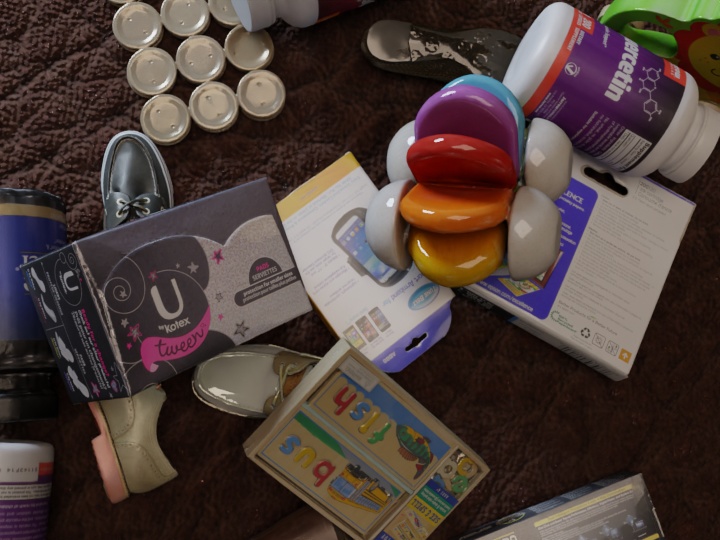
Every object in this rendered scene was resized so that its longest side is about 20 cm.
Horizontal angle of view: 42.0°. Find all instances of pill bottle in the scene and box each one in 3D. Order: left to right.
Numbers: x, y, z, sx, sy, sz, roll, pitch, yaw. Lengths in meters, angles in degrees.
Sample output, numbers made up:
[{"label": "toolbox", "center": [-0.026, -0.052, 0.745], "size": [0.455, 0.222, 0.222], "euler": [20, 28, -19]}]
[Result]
[{"label": "pill bottle", "center": [-0.329, 0.248, 0.806], "size": [0.110, 0.111, 0.202], "euler": [4, 81, -6]}, {"label": "pill bottle", "center": [-0.318, 0.035, 0.840], "size": [0.111, 0.112, 0.202], "euler": [-4, 83, -7]}, {"label": "pill bottle", "center": [-0.032, -0.308, 0.920], "size": [0.199, 0.113, 0.114], "euler": [-24, 85, -12]}, {"label": "pill bottle", "center": [0.243, -0.165, 0.908], "size": [0.199, 0.112, 0.113], "euler": [27, 79, -6]}]

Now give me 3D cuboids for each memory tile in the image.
[{"label": "memory tile", "center": [-0.168, -0.233, 0.946], "size": [0.152, 0.017, 0.202], "euler": [-17, 83, -9]}]

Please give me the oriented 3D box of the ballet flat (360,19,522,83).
[{"label": "ballet flat", "center": [0.096, -0.216, 0.964], "size": [0.198, 0.046, 0.068], "euler": [7, 84, -10]}]

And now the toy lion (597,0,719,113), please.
[{"label": "toy lion", "center": [0.335, -0.214, 0.912], "size": [0.199, 0.192, 0.069], "euler": [28, 79, -1]}]

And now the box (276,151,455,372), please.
[{"label": "box", "center": [0.000, 0.000, 0.920], "size": [0.119, 0.041, 0.201], "euler": [-35, 89, -10]}]

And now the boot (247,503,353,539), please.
[{"label": "boot", "center": [-0.079, 0.328, 0.854], "size": [0.198, 0.064, 0.188], "euler": [-20, 86, -14]}]

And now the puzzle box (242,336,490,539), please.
[{"label": "puzzle box", "center": [0.008, 0.169, 0.847], "size": [0.133, 0.025, 0.200], "euler": [-47, 114, 3]}]

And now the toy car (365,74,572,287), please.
[{"label": "toy car", "center": [0.095, -0.092, 0.841], "size": [0.173, 0.151, 0.201], "euler": [4, 51, 19]}]

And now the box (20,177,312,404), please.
[{"label": "box", "center": [-0.161, 0.017, 0.808], "size": [0.199, 0.114, 0.133], "euler": [-24, 96, -40]}]

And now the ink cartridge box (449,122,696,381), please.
[{"label": "ink cartridge box", "center": [0.214, -0.025, 0.942], "size": [0.197, 0.043, 0.201], "euler": [29, 73, -2]}]

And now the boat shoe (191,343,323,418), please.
[{"label": "boat shoe", "center": [-0.060, 0.108, 0.880], "size": [0.198, 0.068, 0.076], "euler": [7, 80, -5]}]

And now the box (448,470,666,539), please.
[{"label": "box", "center": [0.201, 0.302, 0.892], "size": [0.198, 0.049, 0.163], "euler": [-19, 86, -9]}]

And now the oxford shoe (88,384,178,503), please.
[{"label": "oxford shoe", "center": [-0.220, 0.107, 0.867], "size": [0.073, 0.071, 0.202], "euler": [-14, 93, -13]}]

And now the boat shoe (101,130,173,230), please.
[{"label": "boat shoe", "center": [-0.210, -0.039, 0.891], "size": [0.068, 0.057, 0.202], "euler": [-6, 83, -7]}]
